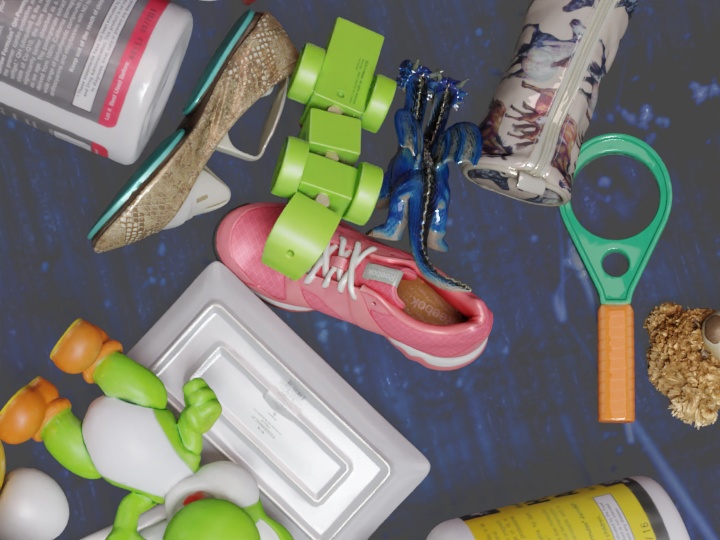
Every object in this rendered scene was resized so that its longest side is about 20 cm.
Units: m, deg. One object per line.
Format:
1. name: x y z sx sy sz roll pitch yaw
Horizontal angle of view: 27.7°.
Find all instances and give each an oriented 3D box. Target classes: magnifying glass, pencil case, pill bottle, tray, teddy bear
1. magnifying glass: 0.177 0.004 1.013 0.079 0.022 0.202 0 78 8
2. pencil case: 0.137 -0.137 1.005 0.077 0.089 0.201 24 78 -5
3. pill bottle: -0.217 -0.155 0.940 0.199 0.111 0.111 23 77 -5
4. tray: -0.059 0.099 0.952 0.200 0.022 0.107 43 90 0
5. pill bottle: 0.104 0.204 0.926 0.198 0.111 0.112 -11 82 -12
6. teddy bear: 0.299 0.053 1.008 0.199 0.067 0.146 16 76 -6

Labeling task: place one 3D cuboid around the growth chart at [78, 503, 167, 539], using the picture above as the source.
1. growth chart: -0.143 0.257 0.925 0.144 0.018 0.201 -17 83 -11

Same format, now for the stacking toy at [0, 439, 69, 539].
1. stacking toy: -0.268 0.117 0.888 0.199 0.146 0.147 29 76 -18

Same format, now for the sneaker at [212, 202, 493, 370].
1. sneaker: 0.000 0.000 0.959 0.199 0.087 0.074 22 77 -4

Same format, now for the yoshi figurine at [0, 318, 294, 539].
1. yoshi figurine: -0.123 0.126 0.886 0.200 0.112 0.112 41 51 -1

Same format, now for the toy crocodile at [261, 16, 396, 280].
1. toy crocodile: -0.021 -0.084 0.950 0.067 0.062 0.201 18 55 -12

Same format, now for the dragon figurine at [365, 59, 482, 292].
1. dragon figurine: 0.043 -0.069 0.952 0.058 0.200 0.100 12 116 -10

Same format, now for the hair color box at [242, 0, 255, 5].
1. hair color box: -0.082 -0.301 1.008 0.110 0.064 0.201 -29 84 -5

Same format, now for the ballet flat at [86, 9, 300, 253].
1. ballet flat: -0.101 -0.081 0.971 0.065 0.070 0.201 37 80 -15
